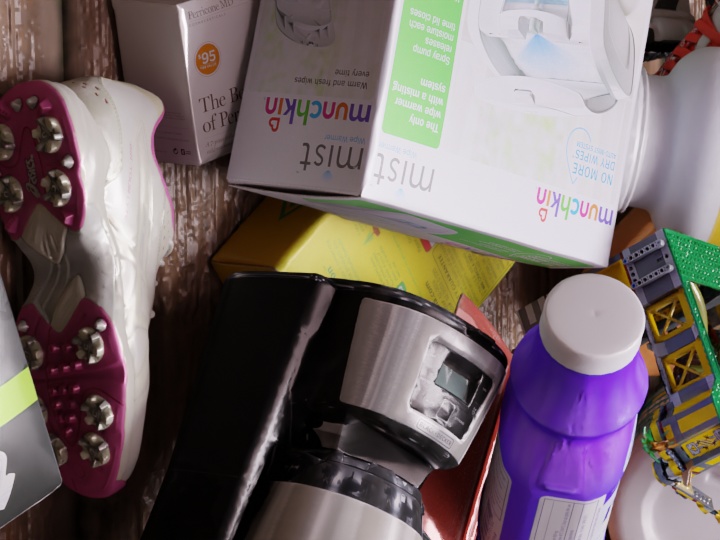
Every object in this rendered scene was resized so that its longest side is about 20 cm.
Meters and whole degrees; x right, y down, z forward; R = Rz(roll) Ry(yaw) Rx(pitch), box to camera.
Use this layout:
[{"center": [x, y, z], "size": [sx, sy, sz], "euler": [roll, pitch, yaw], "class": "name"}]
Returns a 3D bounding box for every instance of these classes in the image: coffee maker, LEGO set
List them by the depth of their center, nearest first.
[{"center": [-0.044, 0.106, 1.192], "size": [0.135, 0.192, 0.201], "euler": [56, 49, -61], "class": "coffee maker"}, {"center": [0.169, 0.067, 1.348], "size": [0.200, 0.116, 0.154], "euler": [3, 61, -56], "class": "LEGO set"}]

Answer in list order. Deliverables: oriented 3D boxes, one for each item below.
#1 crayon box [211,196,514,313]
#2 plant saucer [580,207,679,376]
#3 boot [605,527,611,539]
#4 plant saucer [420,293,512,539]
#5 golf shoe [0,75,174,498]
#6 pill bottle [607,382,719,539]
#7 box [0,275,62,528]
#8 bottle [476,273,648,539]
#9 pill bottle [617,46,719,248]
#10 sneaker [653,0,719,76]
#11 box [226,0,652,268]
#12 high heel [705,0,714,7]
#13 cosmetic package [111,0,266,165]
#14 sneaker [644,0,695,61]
[{"center": [0.000, 0.000, 1.339], "size": [0.200, 0.051, 0.127], "euler": [-49, 130, -33], "class": "crayon box"}, {"center": [0.209, -0.004, 1.507], "size": [0.200, 0.037, 0.200], "euler": [-29, 151, -18], "class": "plant saucer"}, {"center": [0.099, 0.200, 1.480], "size": [0.155, 0.077, 0.201], "euler": [43, 55, -48], "class": "boot"}, {"center": [0.044, 0.127, 1.341], "size": [0.200, 0.037, 0.200], "euler": [76, 30, -79], "class": "plant saucer"}, {"center": [-0.117, 0.005, 1.190], "size": [0.091, 0.075, 0.201], "euler": [-20, 112, -49], "class": "golf shoe"}, {"center": [0.210, 0.120, 1.519], "size": [0.200, 0.110, 0.111], "euler": [-46, 135, -74], "class": "pill bottle"}, {"center": [-0.244, 0.062, 1.012], "size": [0.200, 0.124, 0.149], "euler": [-35, 122, -39], "class": "box"}, {"center": [0.098, 0.078, 1.220], "size": [0.200, 0.065, 0.084], "euler": [97, 2, -53], "class": "bottle"}, {"center": [0.221, -0.060, 1.369], "size": [0.112, 0.199, 0.112], "euler": [-172, -90, -86], "class": "pill bottle"}, {"center": [0.204, -0.133, 1.430], "size": [0.201, 0.067, 0.108], "euler": [-35, 142, 3], "class": "sneaker"}, {"center": [0.044, -0.105, 1.262], "size": [0.200, 0.097, 0.177], "euler": [15, 83, -48], "class": "box"}, {"center": [0.214, -0.245, 1.488], "size": [0.143, 0.071, 0.200], "euler": [-89, 178, -46], "class": "high heel"}, {"center": [-0.034, -0.120, 1.281], "size": [0.200, 0.051, 0.083], "euler": [-27, 115, -44], "class": "cosmetic package"}, {"center": [0.124, -0.165, 1.454], "size": [0.200, 0.074, 0.080], "euler": [1, 83, -54], "class": "sneaker"}]
